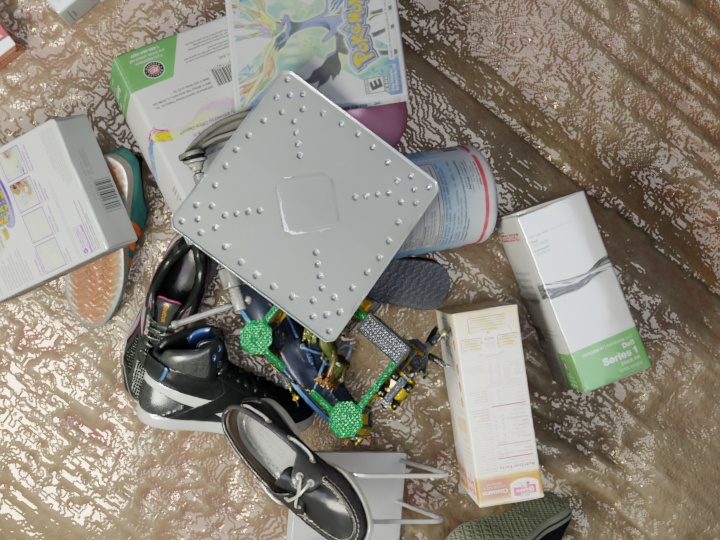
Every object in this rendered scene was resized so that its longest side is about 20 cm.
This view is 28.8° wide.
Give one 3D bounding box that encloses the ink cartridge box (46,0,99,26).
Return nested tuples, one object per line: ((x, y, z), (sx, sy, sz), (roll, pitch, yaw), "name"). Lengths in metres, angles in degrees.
((-0.291, -0.389, 1.517), (0.200, 0.083, 0.145), (-41, 92, -2), "ink cartridge box")

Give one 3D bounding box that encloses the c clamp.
((-0.126, -0.058, 1.410), (0.169, 0.027, 0.202), (-12, 86, -10), "c clamp")

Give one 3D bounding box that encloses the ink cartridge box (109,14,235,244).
((-0.159, -0.149, 1.492), (0.144, 0.084, 0.201), (-24, 80, -20), "ink cartridge box")

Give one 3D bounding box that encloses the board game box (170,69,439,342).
((-0.054, -0.064, 1.397), (0.199, 0.026, 0.201), (36, 76, -3), "board game box")

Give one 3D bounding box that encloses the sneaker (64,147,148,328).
((-0.268, -0.036, 1.531), (0.071, 0.080, 0.202), (19, 111, 12), "sneaker")

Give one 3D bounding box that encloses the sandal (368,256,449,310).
((0.000, 0.001, 1.562), (0.198, 0.043, 0.077), (18, 97, -13), "sandal")

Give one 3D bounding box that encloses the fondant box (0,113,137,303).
((-0.348, -0.060, 1.483), (0.199, 0.058, 0.145), (-22, 91, 29), "fondant box")

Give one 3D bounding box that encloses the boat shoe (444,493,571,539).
((0.158, 0.297, 1.513), (0.074, 0.199, 0.063), (20, 112, 38), "boat shoe")

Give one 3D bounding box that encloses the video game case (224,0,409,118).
((-0.049, -0.259, 1.466), (0.180, 0.022, 0.202), (-8, 74, 4), "video game case")

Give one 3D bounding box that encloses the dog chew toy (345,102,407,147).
((-0.008, -0.220, 1.520), (0.123, 0.125, 0.202), (4, 82, -3), "dog chew toy")

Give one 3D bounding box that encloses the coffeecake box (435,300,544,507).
((0.136, 0.138, 1.508), (0.072, 0.154, 0.202), (-8, 91, -4), "coffeecake box")

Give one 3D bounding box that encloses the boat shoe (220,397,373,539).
((-0.067, 0.205, 1.418), (0.074, 0.060, 0.200), (-50, 64, 20), "boat shoe")

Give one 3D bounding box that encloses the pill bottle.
((0.039, -0.068, 1.498), (0.198, 0.109, 0.110), (-10, 91, -21), "pill bottle")

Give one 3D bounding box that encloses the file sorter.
((0.007, 0.302, 1.494), (0.138, 0.124, 0.202), (5, 91, -30), "file sorter")

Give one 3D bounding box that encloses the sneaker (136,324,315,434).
((-0.134, 0.116, 1.502), (0.198, 0.073, 0.113), (4, 115, -21), "sneaker")

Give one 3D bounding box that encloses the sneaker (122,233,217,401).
((-0.213, 0.050, 1.523), (0.080, 0.086, 0.202), (14, 90, -1), "sneaker")

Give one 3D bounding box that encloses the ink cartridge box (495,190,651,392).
((0.225, 0.020, 1.516), (0.084, 0.146, 0.202), (-21, 92, -4), "ink cartridge box")

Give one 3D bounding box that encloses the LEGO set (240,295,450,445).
((-0.016, 0.084, 1.461), (0.199, 0.116, 0.155), (32, 91, 21), "LEGO set")

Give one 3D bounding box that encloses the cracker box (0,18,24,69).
((-0.479, -0.281, 1.521), (0.134, 0.058, 0.201), (-38, 93, -2), "cracker box")

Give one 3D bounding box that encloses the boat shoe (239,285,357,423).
((-0.059, 0.083, 1.532), (0.068, 0.084, 0.200), (-38, 95, 9), "boat shoe")
